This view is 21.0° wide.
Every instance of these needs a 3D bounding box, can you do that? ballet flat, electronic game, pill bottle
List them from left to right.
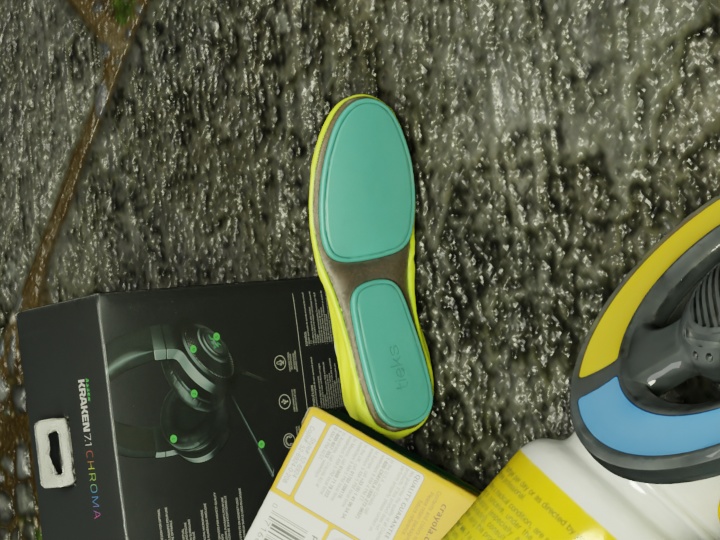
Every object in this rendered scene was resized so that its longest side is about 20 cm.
[{"bbox_3d":[0.000,0.000,1.135,0.067,0.067,0.201,168,94,-70],"label":"ballet flat"},{"bbox_3d":[0.093,0.155,0.945,0.200,0.114,0.114,-49,52,0],"label":"pill bottle"},{"bbox_3d":[0.177,0.016,0.861,0.200,0.200,0.042,-15,123,48],"label":"electronic game"}]

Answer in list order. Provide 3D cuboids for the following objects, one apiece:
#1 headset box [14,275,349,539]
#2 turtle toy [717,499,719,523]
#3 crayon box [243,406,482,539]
[{"bbox_3d":[-0.099,0.098,1.148,0.093,0.200,0.175,-11,86,48],"label":"headset box"},{"bbox_3d":[0.231,0.134,0.850,0.146,0.101,0.200,-113,36,-54],"label":"turtle toy"},{"bbox_3d":[0.034,0.176,1.052,0.200,0.052,0.126,28,92,21],"label":"crayon box"}]
